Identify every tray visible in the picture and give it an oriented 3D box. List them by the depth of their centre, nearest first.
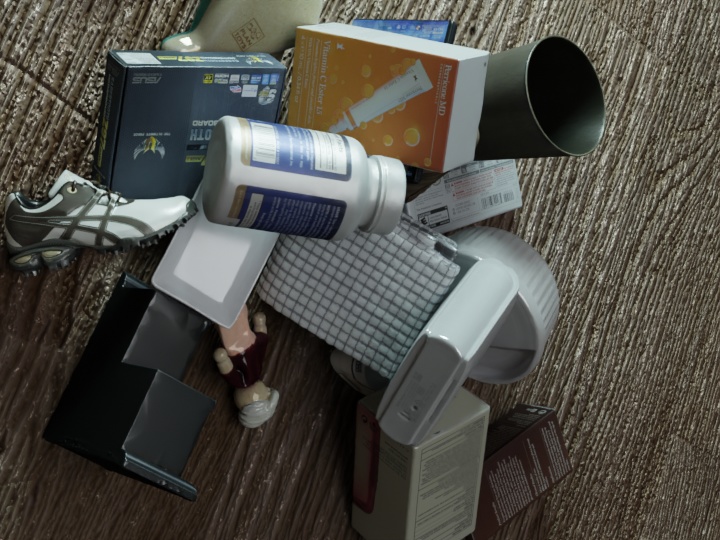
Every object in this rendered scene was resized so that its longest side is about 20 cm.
[{"bbox_3d":[-0.142,-0.049,1.318,0.107,0.022,0.201,32,75,-26],"label":"tray"}]

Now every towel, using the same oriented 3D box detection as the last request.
[{"bbox_3d":[0.000,0.000,1.400,0.199,0.086,0.167,30,108,4],"label":"towel"}]

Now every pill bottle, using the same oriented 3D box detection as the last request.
[{"bbox_3d":[-0.058,-0.091,1.275,0.198,0.111,0.112,8,87,-19],"label":"pill bottle"}]

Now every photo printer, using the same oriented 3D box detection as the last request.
[{"bbox_3d":[0.105,0.085,1.387,0.069,0.167,0.200,33,40,8],"label":"photo printer"}]

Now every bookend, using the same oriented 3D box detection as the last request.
[{"bbox_3d":[-0.211,0.112,1.256,0.092,0.198,0.202,33,72,-32],"label":"bookend"}]

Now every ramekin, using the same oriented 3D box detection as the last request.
[{"bbox_3d":[0.159,0.037,1.536,0.094,0.201,0.204,-44,116,-39],"label":"ramekin"}]

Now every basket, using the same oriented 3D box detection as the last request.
[{"bbox_3d":[0.167,-0.198,1.482,0.179,0.199,0.138,15,76,-48],"label":"basket"}]

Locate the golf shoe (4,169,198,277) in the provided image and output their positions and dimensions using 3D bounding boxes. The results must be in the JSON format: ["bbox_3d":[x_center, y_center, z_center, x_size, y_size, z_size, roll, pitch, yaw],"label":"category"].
[{"bbox_3d":[-0.267,-0.060,1.240,0.198,0.078,0.096,-14,98,-5],"label":"golf shoe"}]

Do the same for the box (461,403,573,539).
[{"bbox_3d":[0.187,0.272,1.636,0.199,0.075,0.101,-30,109,-34],"label":"box"}]

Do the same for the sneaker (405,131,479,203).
[{"bbox_3d":[0.061,-0.125,1.468,0.075,0.198,0.071,31,42,-56],"label":"sneaker"}]

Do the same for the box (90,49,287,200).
[{"bbox_3d":[-0.185,-0.154,1.319,0.198,0.051,0.159,-5,122,-36],"label":"box"}]

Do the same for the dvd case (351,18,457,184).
[{"bbox_3d":[0.030,-0.205,1.455,0.018,0.141,0.202,31,71,-57],"label":"dvd case"}]

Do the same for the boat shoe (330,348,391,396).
[{"bbox_3d":[0.034,0.135,1.521,0.199,0.065,0.073,23,78,-53],"label":"boat shoe"}]

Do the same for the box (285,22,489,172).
[{"bbox_3d":[0.029,-0.195,1.355,0.097,0.198,0.126,-27,129,-61],"label":"box"}]

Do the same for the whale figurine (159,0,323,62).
[{"bbox_3d":[-0.139,-0.290,1.367,0.200,0.104,0.159,-40,138,-4],"label":"whale figurine"}]

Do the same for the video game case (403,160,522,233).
[{"bbox_3d":[0.122,-0.149,1.601,0.199,0.022,0.184,-18,103,-34],"label":"video game case"}]

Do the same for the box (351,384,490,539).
[{"bbox_3d":[0.070,0.239,1.481,0.127,0.109,0.202,-22,130,-35],"label":"box"}]

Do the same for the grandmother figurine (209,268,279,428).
[{"bbox_3d":[-0.139,0.085,1.392,0.121,0.060,0.202,-36,119,-51],"label":"grandmother figurine"}]
